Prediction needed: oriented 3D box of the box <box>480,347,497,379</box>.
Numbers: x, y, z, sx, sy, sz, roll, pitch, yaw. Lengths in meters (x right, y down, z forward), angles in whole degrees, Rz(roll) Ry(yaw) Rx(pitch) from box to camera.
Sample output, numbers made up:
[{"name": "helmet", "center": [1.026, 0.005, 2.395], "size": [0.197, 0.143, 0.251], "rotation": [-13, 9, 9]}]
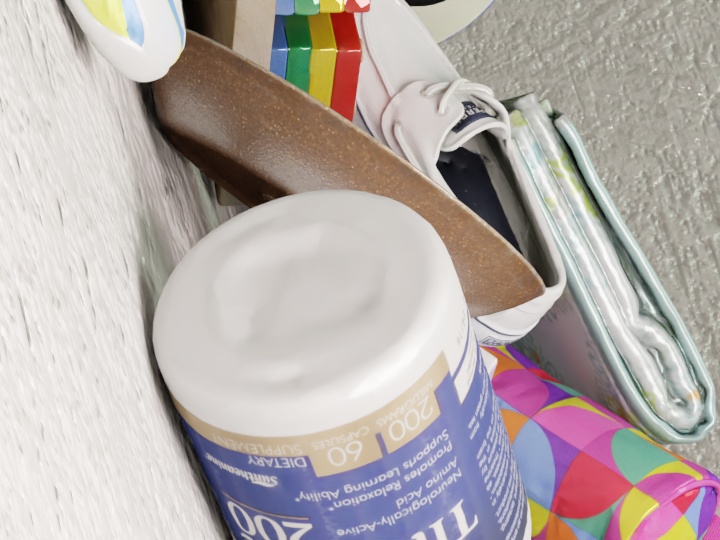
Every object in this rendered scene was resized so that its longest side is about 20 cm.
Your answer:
[{"name": "box", "center": [0.018, 0.087, 1.199], "size": [0.041, 0.039, 0.200], "rotation": [36, -29, 11]}]

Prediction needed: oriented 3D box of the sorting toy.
[{"name": "sorting toy", "center": [-0.039, -0.170, 1.284], "size": [0.199, 0.070, 0.200], "rotation": [98, -15, -46]}]

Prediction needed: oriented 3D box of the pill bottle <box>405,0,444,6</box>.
[{"name": "pill bottle", "center": [0.041, -0.206, 1.336], "size": [0.200, 0.112, 0.112], "rotation": [119, -43, -71]}]

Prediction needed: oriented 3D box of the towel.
[{"name": "towel", "center": [0.105, 0.000, 1.450], "size": [0.200, 0.048, 0.171], "rotation": [63, -14, -9]}]

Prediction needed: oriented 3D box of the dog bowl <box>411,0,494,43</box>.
[{"name": "dog bowl", "center": [-0.002, -0.219, 1.508], "size": [0.079, 0.200, 0.200], "rotation": [-93, 167, -64]}]

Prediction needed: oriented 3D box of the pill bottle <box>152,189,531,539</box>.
[{"name": "pill bottle", "center": [0.002, 0.076, 1.016], "size": [0.111, 0.111, 0.200], "rotation": [-102, 174, -47]}]

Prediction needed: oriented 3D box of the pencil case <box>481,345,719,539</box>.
[{"name": "pencil case", "center": [0.094, 0.096, 1.403], "size": [0.200, 0.088, 0.088], "rotation": [34, -20, 32]}]

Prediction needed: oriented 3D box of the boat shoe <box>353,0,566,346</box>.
[{"name": "boat shoe", "center": [0.047, -0.063, 1.342], "size": [0.065, 0.074, 0.200], "rotation": [-41, -107, 49]}]

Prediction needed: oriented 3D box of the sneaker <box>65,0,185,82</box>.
[{"name": "sneaker", "center": [-0.074, -0.171, 0.971], "size": [0.076, 0.105, 0.200], "rotation": [-91, 164, -75]}]

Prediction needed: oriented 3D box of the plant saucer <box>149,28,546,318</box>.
[{"name": "plant saucer", "center": [-0.015, -0.033, 1.143], "size": [0.200, 0.037, 0.200], "rotation": [33, -5, 3]}]
